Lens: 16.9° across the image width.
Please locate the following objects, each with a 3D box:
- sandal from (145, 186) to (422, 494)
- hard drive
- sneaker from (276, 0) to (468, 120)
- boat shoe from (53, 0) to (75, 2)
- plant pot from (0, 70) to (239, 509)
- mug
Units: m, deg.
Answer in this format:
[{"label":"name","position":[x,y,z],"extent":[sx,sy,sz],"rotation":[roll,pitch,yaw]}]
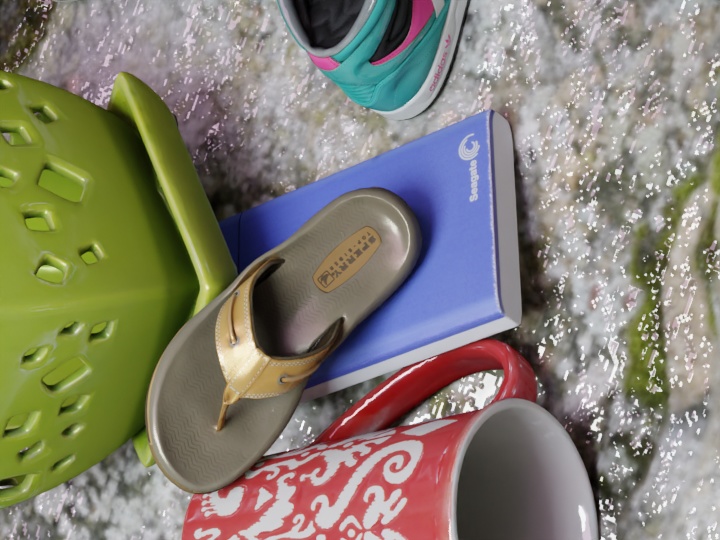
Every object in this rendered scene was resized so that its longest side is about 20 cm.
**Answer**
[{"label":"sandal","position":[-0.042,0.032,1.310],"extent":[0.080,0.054,0.200],"rotation":[44,83,-3]},{"label":"hard drive","position":[0.000,0.000,1.385],"extent":[0.199,0.025,0.133],"rotation":[-21,54,31]},{"label":"sneaker","position":[0.009,-0.195,1.375],"extent":[0.083,0.120,0.202],"rotation":[9,86,36]},{"label":"boat shoe","position":[-0.146,-0.238,1.531],"extent":[0.199,0.057,0.067],"rotation":[-29,66,27]},{"label":"plant pot","position":[-0.186,0.007,1.405],"extent":[0.201,0.180,0.200],"rotation":[65,149,34]},{"label":"mug","position":[0.021,0.138,1.325],"extent":[0.199,0.178,0.134],"rotation":[-12,111,37]}]
